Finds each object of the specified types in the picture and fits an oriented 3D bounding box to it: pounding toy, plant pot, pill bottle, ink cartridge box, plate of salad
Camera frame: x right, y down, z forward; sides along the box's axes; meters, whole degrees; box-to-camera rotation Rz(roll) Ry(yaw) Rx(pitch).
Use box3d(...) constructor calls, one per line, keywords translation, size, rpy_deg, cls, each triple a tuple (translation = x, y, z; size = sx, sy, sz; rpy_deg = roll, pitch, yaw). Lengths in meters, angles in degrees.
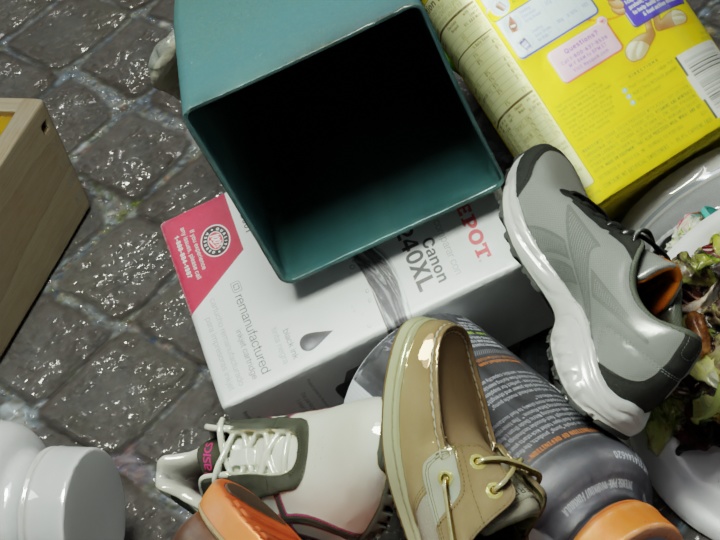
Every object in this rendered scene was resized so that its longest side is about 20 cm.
box3d(translation=(-0.326, -0.037, 1.420), size=(0.199, 0.143, 0.185), rpy_deg=(4, 46, 24), cls="pounding toy")
box3d(translation=(-0.027, -0.128, 1.219), size=(0.141, 0.142, 0.200), rpy_deg=(-25, 42, 6), cls="plant pot")
box3d(translation=(0.084, 0.113, 1.131), size=(0.106, 0.107, 0.200), rpy_deg=(-34, 44, -16), cls="pill bottle")
box3d(translation=(0.000, 0.000, 1.259), size=(0.199, 0.083, 0.146), rpy_deg=(-26, 56, 6), cls="ink cartridge box")
box3d(translation=(0.225, 0.052, 1.122), size=(0.199, 0.048, 0.201), rpy_deg=(-7, 77, 33), cls="plate of salad")
box3d(translation=(-0.243, 0.142, 1.221), size=(0.199, 0.113, 0.113), rpy_deg=(-2, 44, 20), cls="pill bottle")

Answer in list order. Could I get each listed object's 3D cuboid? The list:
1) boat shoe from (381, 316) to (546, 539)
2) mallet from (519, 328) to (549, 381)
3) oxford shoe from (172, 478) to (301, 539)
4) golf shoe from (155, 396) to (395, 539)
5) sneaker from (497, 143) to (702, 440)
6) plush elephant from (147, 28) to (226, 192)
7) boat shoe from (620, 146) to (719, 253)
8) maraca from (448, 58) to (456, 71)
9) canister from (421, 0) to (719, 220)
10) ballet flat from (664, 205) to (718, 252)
box3d(translation=(0.059, 0.120, 1.036), size=(0.066, 0.201, 0.074), rpy_deg=(-10, -4, 34), cls="boat shoe")
box3d(translation=(0.115, 0.016, 1.280), size=(0.066, 0.041, 0.201), rpy_deg=(-15, 46, 10), cls="mallet")
box3d(translation=(-0.036, 0.192, 1.038), size=(0.073, 0.071, 0.200), rpy_deg=(-49, 44, 8), cls="oxford shoe")
box3d(translation=(-0.040, 0.111, 1.128), size=(0.200, 0.088, 0.078), rpy_deg=(-33, 44, 56), cls="golf shoe")
box3d(translation=(0.135, 0.000, 1.149), size=(0.079, 0.074, 0.201), rpy_deg=(-42, 41, 23), cls="sneaker")
box3d(translation=(-0.046, -0.121, 1.392), size=(0.200, 0.155, 0.165), rpy_deg=(24, 57, 37), cls="plush elephant")
box3d(translation=(0.255, -0.038, 1.262), size=(0.199, 0.072, 0.069), rpy_deg=(-19, 54, -2), cls="boat shoe")
box3d(translation=(0.116, -0.182, 1.427), size=(0.136, 0.107, 0.200), rpy_deg=(-18, 25, 10), cls="maraca")
box3d(translation=(0.131, -0.138, 1.281), size=(0.148, 0.087, 0.201), rpy_deg=(-31, 79, -4), cls="canister")
box3d(translation=(0.248, 0.037, 1.184), size=(0.200, 0.075, 0.064), rpy_deg=(40, 105, 35), cls="ballet flat")
